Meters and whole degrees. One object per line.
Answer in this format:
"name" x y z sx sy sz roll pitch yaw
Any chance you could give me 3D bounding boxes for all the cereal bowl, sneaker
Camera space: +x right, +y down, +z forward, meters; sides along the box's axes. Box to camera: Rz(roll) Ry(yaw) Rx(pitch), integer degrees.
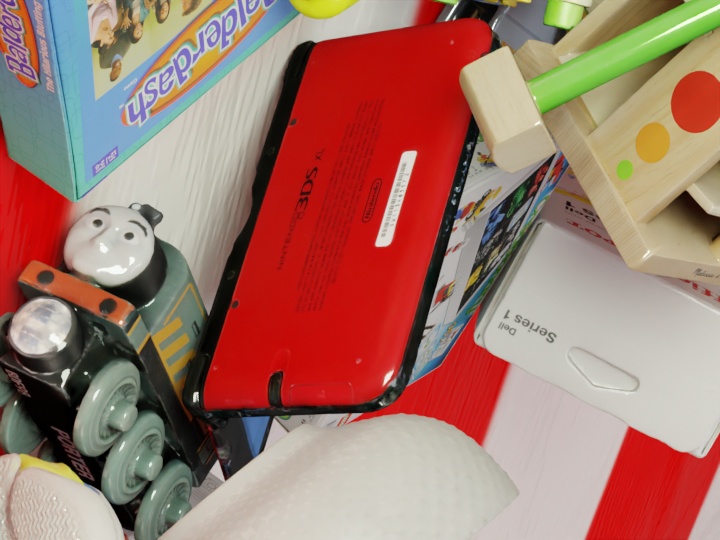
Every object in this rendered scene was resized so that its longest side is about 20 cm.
"cereal bowl" -0.034 0.126 1.028 0.200 0.083 0.200 -40 175 -4
"sneaker" -0.130 0.123 1.060 0.105 0.200 0.076 13 79 -33

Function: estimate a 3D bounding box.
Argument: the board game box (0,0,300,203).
"board game box" -0.086 -0.143 0.973 0.152 0.045 0.200 -43 153 -28

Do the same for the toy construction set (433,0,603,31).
"toy construction set" 0.095 -0.148 1.185 0.200 0.131 0.092 32 74 -60

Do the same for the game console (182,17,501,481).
"game console" 0.000 0.000 1.153 0.119 0.172 0.200 41 56 -42

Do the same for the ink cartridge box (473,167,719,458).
"ink cartridge box" 0.152 0.012 1.408 0.084 0.145 0.200 -63 -179 17

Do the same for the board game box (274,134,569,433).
"board game box" 0.036 -0.001 1.285 0.126 0.035 0.200 -28 156 -47

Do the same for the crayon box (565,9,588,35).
"crayon box" 0.165 -0.169 1.343 0.127 0.051 0.200 -40 142 -47

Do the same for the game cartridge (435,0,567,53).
"game cartridge" 0.056 -0.082 1.332 0.200 0.042 0.133 -58 152 5

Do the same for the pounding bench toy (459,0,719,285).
"pounding bench toy" 0.158 -0.092 1.071 0.200 0.124 0.156 8 138 -49

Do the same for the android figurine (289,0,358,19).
"android figurine" 0.005 -0.193 1.004 0.200 0.041 0.182 -51 154 -64

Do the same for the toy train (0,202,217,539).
"toy train" -0.112 0.049 1.138 0.114 0.085 0.200 -60 157 -22

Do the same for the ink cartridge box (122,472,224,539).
"ink cartridge box" -0.148 0.166 1.244 0.200 0.050 0.109 -12 131 -59
